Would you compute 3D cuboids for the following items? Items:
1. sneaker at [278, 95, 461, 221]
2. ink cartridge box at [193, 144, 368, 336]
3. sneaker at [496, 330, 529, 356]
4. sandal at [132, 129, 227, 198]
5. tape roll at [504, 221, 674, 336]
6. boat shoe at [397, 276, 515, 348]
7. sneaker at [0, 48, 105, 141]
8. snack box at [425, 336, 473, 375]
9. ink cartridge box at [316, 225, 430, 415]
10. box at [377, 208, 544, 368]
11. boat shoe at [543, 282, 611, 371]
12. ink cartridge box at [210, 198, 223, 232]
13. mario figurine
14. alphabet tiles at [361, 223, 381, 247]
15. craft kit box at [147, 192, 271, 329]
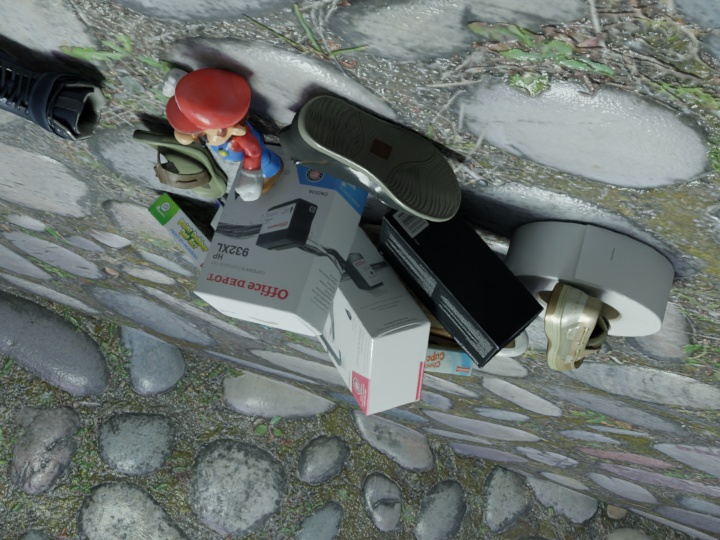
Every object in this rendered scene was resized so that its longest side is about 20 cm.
[{"bbox_3d":[0.011,-0.116,1.139,0.199,0.075,0.106,32,167,-16],"label":"sneaker"},{"bbox_3d":[-0.092,-0.039,1.264,0.144,0.201,0.084,11,164,26],"label":"ink cartridge box"},{"bbox_3d":[0.182,0.088,1.688,0.199,0.076,0.105,19,180,25],"label":"sneaker"},{"bbox_3d":[-0.231,-0.129,1.391,0.079,0.058,0.201,12,164,22],"label":"sandal"},{"bbox_3d":[0.270,0.012,1.273,0.201,0.071,0.203,18,166,5],"label":"tape roll"},{"bbox_3d":[0.129,0.062,1.436,0.199,0.063,0.073,17,169,-27],"label":"boat shoe"},{"bbox_3d":[-0.388,-0.211,1.214,0.146,0.077,0.202,21,180,38],"label":"sneaker"},{"bbox_3d":[0.058,0.099,1.503,0.116,0.037,0.200,9,-172,-32],"label":"snack box"},{"bbox_3d":[0.003,0.061,1.359,0.084,0.200,0.146,-14,134,-20],"label":"ink cartridge box"},{"bbox_3d":[0.113,0.008,1.261,0.200,0.079,0.141,49,166,9],"label":"box"},{"bbox_3d":[0.258,0.075,1.247,0.065,0.072,0.200,14,160,19],"label":"boat shoe"},{"bbox_3d":[-0.166,-0.022,1.546,0.200,0.037,0.095,53,173,16],"label":"ink cartridge box"},{"bbox_3d":[-0.159,-0.146,1.153,0.123,0.107,0.200,15,167,19],"label":"mario figurine"},{"bbox_3d":[0.094,-0.021,1.477,0.199,0.015,0.195,8,162,35],"label":"alphabet tiles"},{"bbox_3d":[-0.224,-0.012,1.668,0.197,0.049,0.200,42,177,25],"label":"craft kit box"}]
